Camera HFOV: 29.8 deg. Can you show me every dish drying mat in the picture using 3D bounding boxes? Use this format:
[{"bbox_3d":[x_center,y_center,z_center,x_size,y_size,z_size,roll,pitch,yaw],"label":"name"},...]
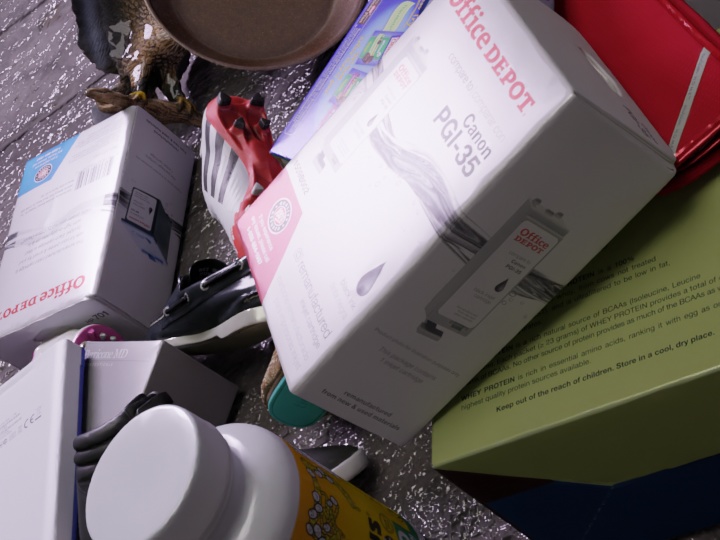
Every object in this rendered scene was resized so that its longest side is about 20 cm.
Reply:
[{"bbox_3d":[0.143,-0.113,0.708,0.077,0.018,0.201,-40,36,13],"label":"dish drying mat"}]

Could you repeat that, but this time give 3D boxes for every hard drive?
[{"bbox_3d":[-0.248,0.160,0.957,0.132,0.025,0.201,-35,40,24],"label":"hard drive"}]

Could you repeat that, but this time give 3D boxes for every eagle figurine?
[{"bbox_3d":[-0.186,-0.225,1.232,0.149,0.152,0.202,-9,71,4],"label":"eagle figurine"}]

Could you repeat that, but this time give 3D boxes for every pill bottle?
[{"bbox_3d":[-0.054,0.155,0.762,0.112,0.200,0.114,-25,45,28],"label":"pill bottle"}]

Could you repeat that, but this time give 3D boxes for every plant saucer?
[{"bbox_3d":[-0.093,-0.255,1.171,0.037,0.199,0.202,110,-179,-69],"label":"plant saucer"}]

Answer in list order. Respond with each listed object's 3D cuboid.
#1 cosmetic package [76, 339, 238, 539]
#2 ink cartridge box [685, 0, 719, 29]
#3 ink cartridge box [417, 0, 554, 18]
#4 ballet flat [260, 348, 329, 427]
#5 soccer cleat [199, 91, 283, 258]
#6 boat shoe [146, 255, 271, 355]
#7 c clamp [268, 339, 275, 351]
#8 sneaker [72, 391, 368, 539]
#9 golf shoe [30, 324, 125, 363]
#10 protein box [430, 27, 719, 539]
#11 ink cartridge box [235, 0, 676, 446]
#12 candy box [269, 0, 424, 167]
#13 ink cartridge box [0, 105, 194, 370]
[{"bbox_3d":[-0.178,0.155,0.974,0.106,0.090,0.202,-6,60,44],"label":"cosmetic package"},{"bbox_3d":[0.195,-0.234,0.912,0.146,0.084,0.200,-51,39,1],"label":"ink cartridge box"},{"bbox_3d":[0.073,-0.165,0.828,0.120,0.042,0.201,-53,13,35],"label":"ink cartridge box"},{"bbox_3d":[-0.006,0.021,0.848,0.200,0.070,0.066,-48,25,38],"label":"ballet flat"},{"bbox_3d":[-0.087,-0.053,1.069,0.085,0.068,0.201,-60,41,44],"label":"soccer cleat"},{"bbox_3d":[-0.103,0.022,0.979,0.199,0.074,0.067,-22,72,60],"label":"boat shoe"},{"bbox_3d":[0.000,0.000,0.899,0.171,0.027,0.202,34,118,45],"label":"c clamp"},{"bbox_3d":[-0.099,0.119,0.875,0.198,0.071,0.100,-17,89,5],"label":"sneaker"},{"bbox_3d":[-0.242,0.140,1.051,0.091,0.075,0.202,-2,63,42],"label":"golf shoe"},{"bbox_3d":[0.154,0.017,0.716,0.197,0.135,0.201,-24,45,30],"label":"protein box"},{"bbox_3d":[0.039,-0.037,0.682,0.200,0.082,0.147,-47,37,19],"label":"ink cartridge box"},{"bbox_3d":[0.053,-0.113,0.964,0.199,0.077,0.170,23,78,51],"label":"candy box"},{"bbox_3d":[-0.232,-0.021,1.162,0.146,0.086,0.202,-21,50,32],"label":"ink cartridge box"}]
